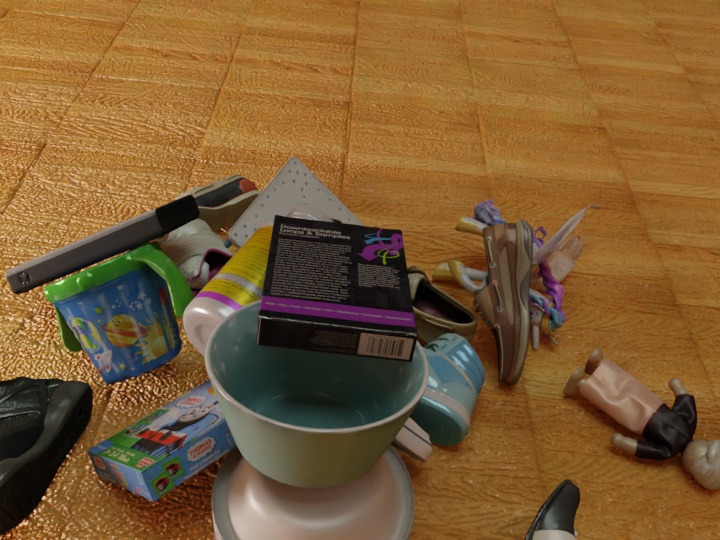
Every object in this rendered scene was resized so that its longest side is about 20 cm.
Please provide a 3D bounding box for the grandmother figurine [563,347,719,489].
[{"bbox_3d":[0.344,0.174,0.917,0.121,0.061,0.200,-43,59,-10],"label":"grandmother figurine"}]

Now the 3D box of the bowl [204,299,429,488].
[{"bbox_3d":[-0.044,0.118,0.715,0.197,0.106,0.202,7,30,-4],"label":"bowl"}]

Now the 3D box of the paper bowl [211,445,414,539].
[{"bbox_3d":[-0.045,0.223,0.763,0.197,0.106,0.202,3,39,-3],"label":"paper bowl"}]

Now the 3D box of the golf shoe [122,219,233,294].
[{"bbox_3d":[-0.249,0.003,1.019,0.091,0.076,0.199,32,47,23],"label":"golf shoe"}]

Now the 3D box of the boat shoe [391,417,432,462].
[{"bbox_3d":[0.007,0.122,0.838,0.199,0.074,0.066,41,76,-1],"label":"boat shoe"}]

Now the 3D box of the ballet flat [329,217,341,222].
[{"bbox_3d":[0.000,0.000,0.962,0.067,0.046,0.200,26,19,-53],"label":"ballet flat"}]

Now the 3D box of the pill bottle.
[{"bbox_3d":[-0.102,0.015,0.880,0.103,0.105,0.201,23,52,19],"label":"pill bottle"}]

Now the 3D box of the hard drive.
[{"bbox_3d":[-0.302,-0.034,0.940,0.197,0.033,0.140,-21,10,10],"label":"hard drive"}]

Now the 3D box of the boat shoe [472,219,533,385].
[{"bbox_3d":[0.176,0.039,0.974,0.071,0.204,0.076,2,-5,10],"label":"boat shoe"}]

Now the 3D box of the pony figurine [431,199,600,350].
[{"bbox_3d":[0.223,-0.014,1.068,0.199,0.167,0.194,32,78,23],"label":"pony figurine"}]

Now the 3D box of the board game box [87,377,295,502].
[{"bbox_3d":[-0.164,0.158,0.813,0.199,0.037,0.150,-28,13,-36],"label":"board game box"}]

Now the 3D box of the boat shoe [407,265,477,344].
[{"bbox_3d":[0.065,0.029,1.007,0.198,0.067,0.074,32,44,9],"label":"boat shoe"}]

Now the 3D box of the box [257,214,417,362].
[{"bbox_3d":[-0.023,0.011,0.766,0.140,0.037,0.201,7,31,-5],"label":"box"}]

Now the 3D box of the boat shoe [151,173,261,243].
[{"bbox_3d":[-0.229,-0.090,1.127,0.199,0.072,0.063,-27,61,-40],"label":"boat shoe"}]

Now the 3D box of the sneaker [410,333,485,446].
[{"bbox_3d":[0.056,0.111,0.932,0.198,0.080,0.131,30,46,11],"label":"sneaker"}]

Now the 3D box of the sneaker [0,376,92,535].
[{"bbox_3d":[-0.364,0.181,0.790,0.112,0.077,0.201,9,37,6],"label":"sneaker"}]

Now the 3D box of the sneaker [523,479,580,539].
[{"bbox_3d":[0.183,0.295,0.739,0.088,0.075,0.201,23,52,19],"label":"sneaker"}]

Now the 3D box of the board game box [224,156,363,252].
[{"bbox_3d":[-0.064,-0.028,1.033,0.200,0.026,0.201,44,40,-12],"label":"board game box"}]

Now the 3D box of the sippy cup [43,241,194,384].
[{"bbox_3d":[-0.270,0.052,0.893,0.138,0.132,0.177,-25,8,-23],"label":"sippy cup"}]
